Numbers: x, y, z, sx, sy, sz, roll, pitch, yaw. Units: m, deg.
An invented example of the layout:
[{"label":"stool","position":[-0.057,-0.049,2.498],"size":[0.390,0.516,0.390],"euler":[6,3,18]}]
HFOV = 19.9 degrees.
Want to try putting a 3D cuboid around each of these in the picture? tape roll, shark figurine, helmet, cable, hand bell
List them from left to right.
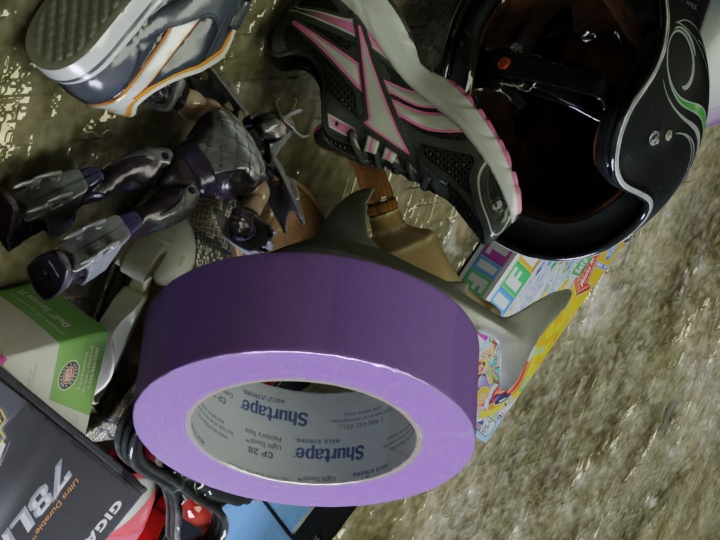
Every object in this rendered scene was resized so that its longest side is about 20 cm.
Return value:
[{"label":"cable","position":[-0.121,0.131,1.328],"size":[0.097,0.050,0.200],"euler":[-54,149,0]},{"label":"tape roll","position":[-0.031,0.068,1.198],"size":[0.200,0.199,0.066],"euler":[58,30,-54]},{"label":"hand bell","position":[0.013,-0.049,1.323],"size":[0.104,0.104,0.201],"euler":[-25,102,-39]},{"label":"shark figurine","position":[0.015,-0.002,1.236],"size":[0.128,0.213,0.090],"euler":[68,33,-65]},{"label":"helmet","position":[0.144,-0.113,1.392],"size":[0.200,0.200,0.191],"euler":[-49,154,-12]}]

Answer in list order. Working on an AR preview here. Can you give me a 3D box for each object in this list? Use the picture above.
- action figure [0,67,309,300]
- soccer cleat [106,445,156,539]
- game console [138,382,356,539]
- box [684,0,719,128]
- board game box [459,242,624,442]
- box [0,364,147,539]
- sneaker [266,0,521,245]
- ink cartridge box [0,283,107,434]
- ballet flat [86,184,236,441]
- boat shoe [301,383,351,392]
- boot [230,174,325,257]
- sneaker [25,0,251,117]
[{"label":"action figure","position":[-0.109,-0.051,1.182],"size":[0.199,0.130,0.069],"euler":[-29,163,-29]},{"label":"soccer cleat","position":[-0.200,0.140,1.273],"size":[0.200,0.066,0.077],"euler":[3,103,-55]},{"label":"game console","position":[-0.072,0.175,1.495],"size":[0.177,0.031,0.200],"euler":[-48,147,-13]},{"label":"box","position":[0.267,-0.221,1.519],"size":[0.199,0.123,0.199],"euler":[-17,131,-44]},{"label":"board game box","position":[0.119,0.027,1.614],"size":[0.201,0.034,0.134],"euler":[-55,147,-2]},{"label":"box","position":[-0.233,0.152,1.128],"size":[0.200,0.050,0.199],"euler":[-50,146,-8]},{"label":"sneaker","position":[0.017,-0.090,1.264],"size":[0.086,0.200,0.080],"euler":[-36,167,-8]},{"label":"ink cartridge box","position":[-0.247,0.086,1.157],"size":[0.199,0.067,0.118],"euler":[-15,130,-47]},{"label":"ballet flat","position":[-0.133,0.020,1.245],"size":[0.075,0.068,0.201],"euler":[-17,134,-65]},{"label":"boat shoe","position":[0.006,0.097,1.468],"size":[0.199,0.074,0.066],"euler":[-48,148,-48]},{"label":"boot","position":[-0.028,0.008,1.372],"size":[0.074,0.075,0.200],"euler":[-45,144,-14]},{"label":"sneaker","position":[-0.094,-0.171,1.133],"size":[0.200,0.078,0.079],"euler":[-45,141,3]}]
